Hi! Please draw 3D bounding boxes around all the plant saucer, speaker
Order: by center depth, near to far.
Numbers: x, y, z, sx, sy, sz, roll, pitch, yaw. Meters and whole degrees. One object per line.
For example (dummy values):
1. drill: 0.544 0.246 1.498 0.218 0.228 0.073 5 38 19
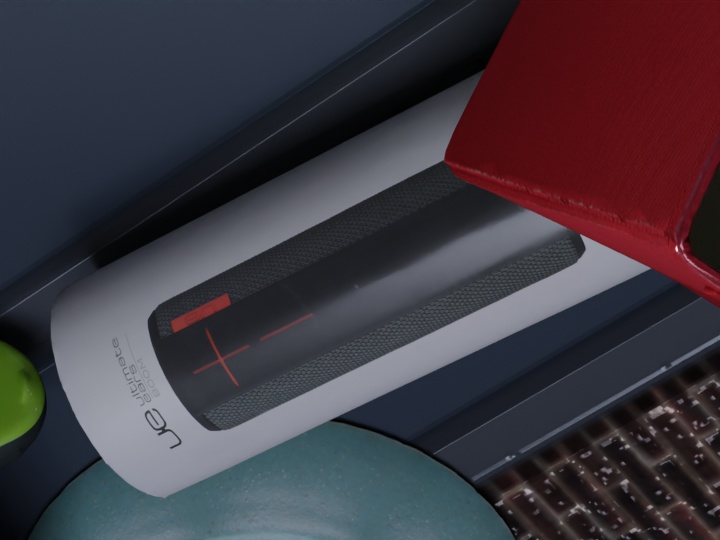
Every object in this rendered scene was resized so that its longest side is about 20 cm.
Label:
1. speaker: 0.000 0.000 0.806 0.200 0.081 0.081 -26 122 19
2. plant saucer: -0.033 0.142 0.938 0.199 0.036 0.200 0 127 1

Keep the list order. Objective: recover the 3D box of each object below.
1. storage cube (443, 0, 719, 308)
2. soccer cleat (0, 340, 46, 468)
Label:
1. storage cube: 0.152 -0.057 0.660 0.171 0.180 0.200 27 91 -18
2. soccer cleat: -0.203 0.066 0.875 0.199 0.068 0.081 -11 149 4
